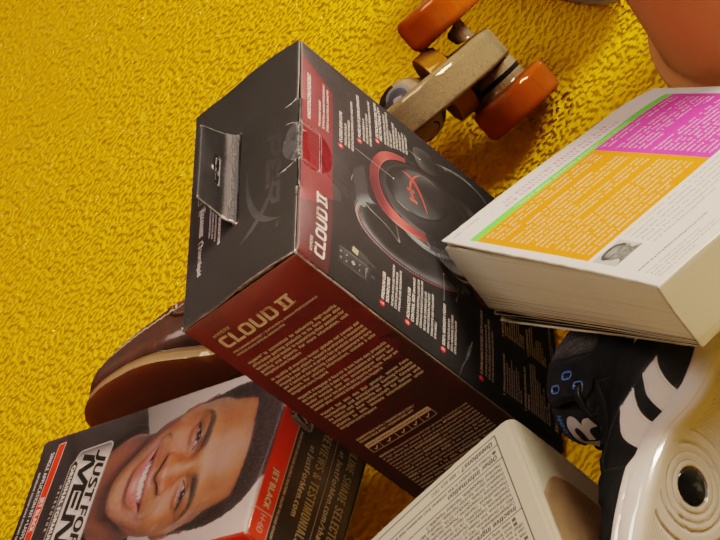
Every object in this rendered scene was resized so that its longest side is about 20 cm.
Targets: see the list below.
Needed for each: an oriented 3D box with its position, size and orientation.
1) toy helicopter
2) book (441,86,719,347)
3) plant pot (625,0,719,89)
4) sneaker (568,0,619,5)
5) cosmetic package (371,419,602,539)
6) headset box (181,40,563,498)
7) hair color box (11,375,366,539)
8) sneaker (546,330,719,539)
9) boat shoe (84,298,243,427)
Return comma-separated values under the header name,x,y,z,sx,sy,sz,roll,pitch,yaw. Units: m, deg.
name,x,y,z,sx,sy,sz,roll,pitch,yaw
toy helicopter,0.006,-0.065,1.420,0.132,0.079,0.200,-45,5,-32
book,0.134,-0.031,1.151,0.134,0.048,0.200,-41,16,-14
plant pot,0.187,-0.173,1.228,0.200,0.140,0.200,-35,35,29
sneaker,0.106,-0.212,1.449,0.116,0.074,0.200,-57,29,-1
cosmetic package,0.071,0.165,1.100,0.105,0.071,0.200,-42,32,17
headset box,0.000,0.000,1.244,0.075,0.200,0.149,-34,35,28
hair color box,-0.089,0.118,1.316,0.200,0.061,0.102,-20,42,42
sneaker,0.120,0.077,1.136,0.112,0.073,0.200,-23,33,45
boat shoe,-0.062,0.035,1.428,0.200,0.070,0.070,-23,42,30
